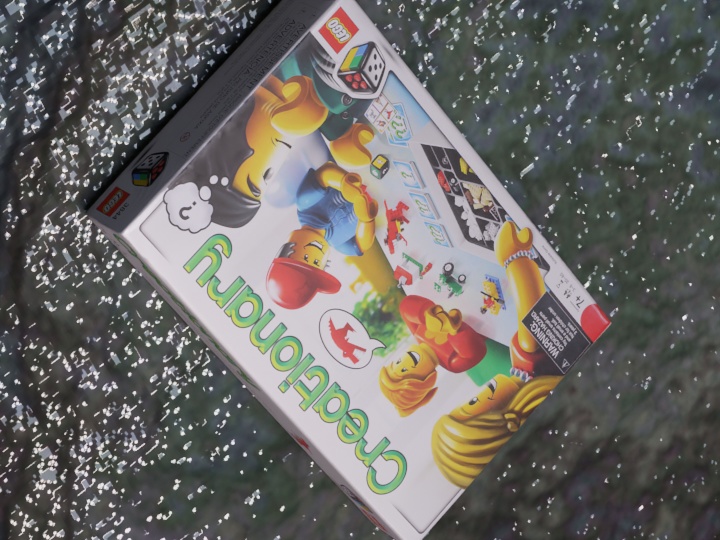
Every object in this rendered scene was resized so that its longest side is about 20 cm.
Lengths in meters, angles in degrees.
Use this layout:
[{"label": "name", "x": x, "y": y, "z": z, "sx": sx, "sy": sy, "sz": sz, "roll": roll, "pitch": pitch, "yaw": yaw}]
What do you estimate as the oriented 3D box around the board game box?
[{"label": "board game box", "x": 0.000, "y": 0.000, "z": 1.087, "sx": 0.126, "sy": 0.035, "sz": 0.200, "roll": -48, "pitch": 124, "yaw": -10}]
